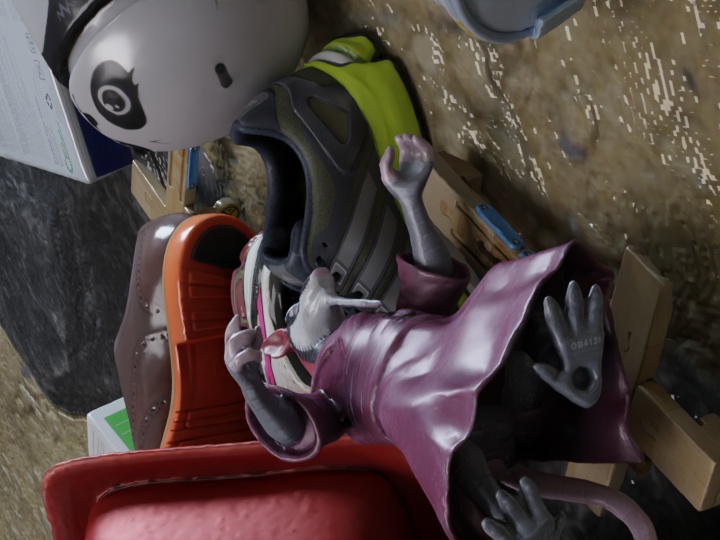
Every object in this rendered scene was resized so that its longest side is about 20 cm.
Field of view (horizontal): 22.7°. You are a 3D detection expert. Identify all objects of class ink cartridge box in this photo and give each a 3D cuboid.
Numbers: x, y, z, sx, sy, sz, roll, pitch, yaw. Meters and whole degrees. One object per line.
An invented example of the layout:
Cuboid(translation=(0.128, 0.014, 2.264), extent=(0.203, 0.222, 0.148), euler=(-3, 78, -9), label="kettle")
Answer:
Cuboid(translation=(-0.220, -0.161, 1.117), extent=(0.200, 0.040, 0.201), euler=(16, 126, 57), label="ink cartridge box")

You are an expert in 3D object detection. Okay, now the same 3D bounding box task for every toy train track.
Cuboid(translation=(0.087, 0.016, 0.709), extent=(0.200, 0.032, 0.115), euler=(49, 142, 40), label="toy train track")
Cuboid(translation=(-0.087, -0.056, 0.979), extent=(0.115, 0.032, 0.201), euler=(52, 146, 40), label="toy train track")

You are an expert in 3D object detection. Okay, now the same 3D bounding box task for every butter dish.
Cuboid(translation=(-0.048, 0.189, 0.819), extent=(0.148, 0.199, 0.200), euler=(-76, -24, -56), label="butter dish")

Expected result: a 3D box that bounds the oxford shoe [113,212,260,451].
Cuboid(translation=(-0.091, 0.069, 0.941), extent=(0.072, 0.071, 0.201), euler=(7, 94, 48), label="oxford shoe")

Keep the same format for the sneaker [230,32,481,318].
Cuboid(translation=(0.000, 0.000, 0.807), extent=(0.074, 0.081, 0.201), euler=(-14, 100, 63), label="sneaker")

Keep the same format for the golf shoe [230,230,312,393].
Cuboid(translation=(-0.008, 0.073, 0.875), extent=(0.201, 0.072, 0.092), euler=(67, 170, -4), label="golf shoe")

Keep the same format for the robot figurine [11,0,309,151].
Cuboid(translation=(-0.109, -0.150, 0.826), extent=(0.125, 0.150, 0.201), euler=(-40, 74, 33), label="robot figurine")

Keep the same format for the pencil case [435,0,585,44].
Cuboid(translation=(0.006, -0.158, 0.661), extent=(0.200, 0.083, 0.091), euler=(39, 142, 40), label="pencil case")

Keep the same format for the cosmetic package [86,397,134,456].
Cuboid(translation=(-0.061, 0.151, 1.018), extent=(0.200, 0.107, 0.085), euler=(43, 144, 34), label="cosmetic package")

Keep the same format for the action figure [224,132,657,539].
Cuboid(translation=(0.031, 0.042, 0.698), extent=(0.149, 0.134, 0.200), euler=(56, 159, -21), label="action figure")
